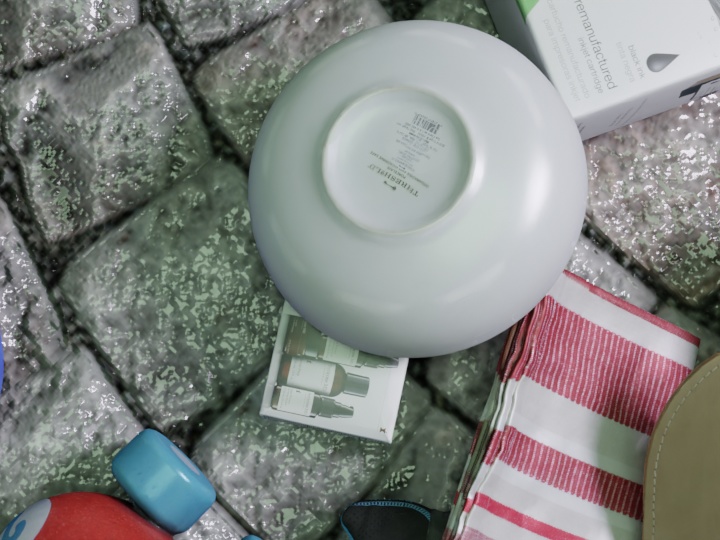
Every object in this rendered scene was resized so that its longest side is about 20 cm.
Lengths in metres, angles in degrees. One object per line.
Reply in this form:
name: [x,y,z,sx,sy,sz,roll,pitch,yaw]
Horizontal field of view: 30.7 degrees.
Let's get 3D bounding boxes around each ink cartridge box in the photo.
ink cartridge box: [0.187,-0.179,0.821,0.200,0.084,0.146,-21,83,-5]

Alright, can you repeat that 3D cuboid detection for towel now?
towel: [0.128,0.110,0.771,0.144,0.023,0.200,25,77,-30]

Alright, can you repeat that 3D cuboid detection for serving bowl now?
serving bowl: [0.027,-0.054,0.740,0.200,0.066,0.200,-2,77,11]

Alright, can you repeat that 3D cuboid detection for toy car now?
toy car: [-0.145,0.183,0.676,0.177,0.200,0.184,42,83,19]

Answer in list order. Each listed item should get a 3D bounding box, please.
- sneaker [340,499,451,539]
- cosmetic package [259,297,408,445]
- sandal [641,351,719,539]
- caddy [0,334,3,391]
sneaker: [0.006,0.232,0.761,0.082,0.073,0.200,13,72,8]
cosmetic package: [0.000,0.000,0.801,0.082,0.051,0.200,12,81,-2]
sandal: [0.202,0.136,0.786,0.078,0.070,0.212,10,104,5]
caddy: [-0.282,0.027,0.758,0.141,0.105,0.200,-11,82,18]
